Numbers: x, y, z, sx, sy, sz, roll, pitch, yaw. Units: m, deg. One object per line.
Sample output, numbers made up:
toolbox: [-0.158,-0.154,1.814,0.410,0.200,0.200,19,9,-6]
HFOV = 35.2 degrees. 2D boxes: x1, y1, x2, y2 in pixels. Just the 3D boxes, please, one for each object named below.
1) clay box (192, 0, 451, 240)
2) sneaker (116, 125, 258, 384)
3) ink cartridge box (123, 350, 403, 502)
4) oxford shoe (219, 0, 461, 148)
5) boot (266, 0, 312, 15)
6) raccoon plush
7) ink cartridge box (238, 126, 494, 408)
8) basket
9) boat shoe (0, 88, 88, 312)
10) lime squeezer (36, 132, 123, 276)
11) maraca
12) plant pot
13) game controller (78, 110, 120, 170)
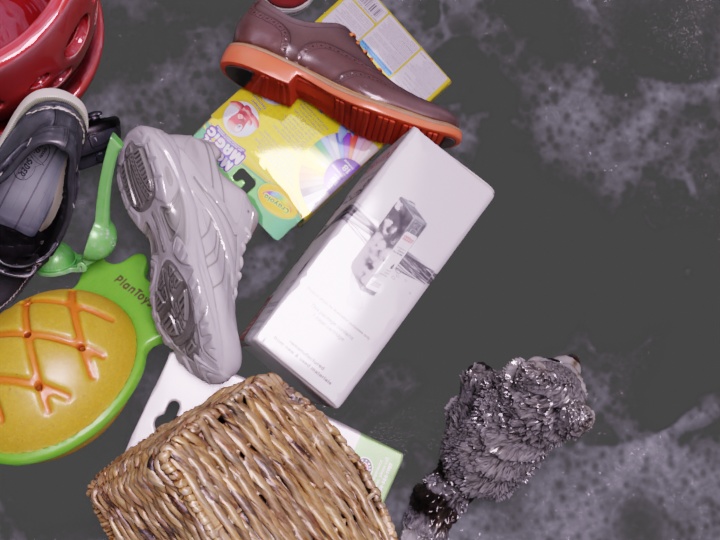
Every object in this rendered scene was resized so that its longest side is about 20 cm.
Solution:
clay box: [-0.035,-0.128,0.941,0.200,0.048,0.115,-43,90,-9]
sneaker: [-0.111,-0.017,0.857,0.098,0.078,0.203,-8,80,-40]
ink cartridge box: [-0.081,0.154,0.893,0.198,0.067,0.118,26,82,-5]
oxford shoe: [-0.006,-0.154,0.889,0.198,0.071,0.073,22,77,-5]
boot: [-0.074,-0.323,0.908,0.071,0.144,0.203,-16,85,-7]
raccoon plush: [0.112,0.153,0.885,0.096,0.134,0.202,23,81,-6]
ink cartridge box: [0.000,0.000,0.880,0.083,0.144,0.201,39,79,-6]
basket: [-0.078,0.189,0.825,0.142,0.149,0.201,-34,92,-40]
boat shoe: [-0.249,-0.031,0.817,0.074,0.066,0.200,23,116,-32]
lime squeezer: [-0.235,-0.024,0.876,0.199,0.038,0.070,-31,133,25]
maraca: [-0.221,0.064,0.866,0.136,0.108,0.200,32,62,25]
plant pot: [-0.290,-0.200,0.839,0.197,0.183,0.204,1,77,-5]
game controller: [-0.280,-0.084,0.874,0.197,0.104,0.043,-17,111,-10]
